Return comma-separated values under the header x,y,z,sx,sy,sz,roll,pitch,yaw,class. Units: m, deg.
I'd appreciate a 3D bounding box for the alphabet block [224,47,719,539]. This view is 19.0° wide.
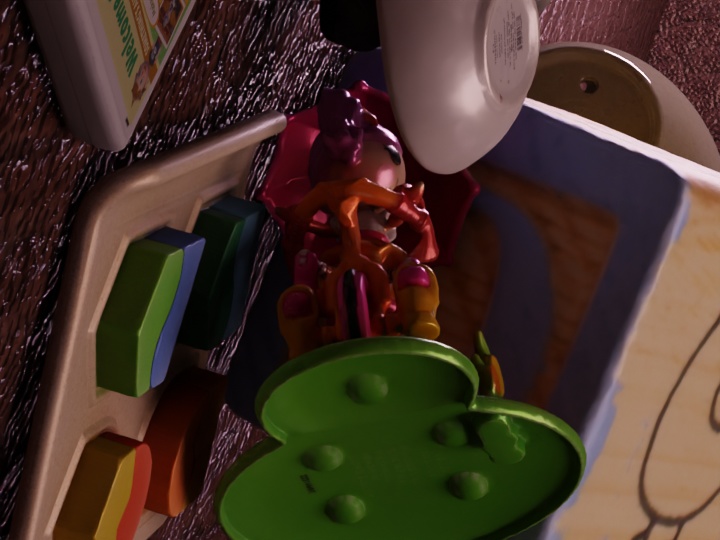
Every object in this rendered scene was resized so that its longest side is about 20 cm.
x,y,z,sx,sy,sz,roll,pitch,yaw,class
0.089,0.023,1.039,0.200,0.196,0.195,10,105,-55,alphabet block

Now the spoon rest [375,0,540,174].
x,y,z,sx,sy,sz,roll,pitch,yaw,class
0.033,-0.136,0.843,0.099,0.061,0.200,-30,123,-56,spoon rest

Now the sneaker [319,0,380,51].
x,y,z,sx,sy,sz,roll,pitch,yaw,class
0.045,-0.159,0.929,0.076,0.091,0.200,103,13,-49,sneaker

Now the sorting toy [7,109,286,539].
x,y,z,sx,sy,sz,roll,pitch,yaw,class
-0.080,0.043,0.808,0.185,0.036,0.200,-38,147,-73,sorting toy

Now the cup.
x,y,z,sx,sy,sz,roll,pitch,yaw,class
0.126,-0.056,1.284,0.143,0.200,0.200,78,34,-69,cup

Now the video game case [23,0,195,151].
x,y,z,sx,sy,sz,roll,pitch,yaw,class
-0.051,-0.152,0.606,0.200,0.022,0.182,88,24,-69,video game case

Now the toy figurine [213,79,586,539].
x,y,z,sx,sy,sz,roll,pitch,yaw,class
0.000,0.000,0.883,0.200,0.150,0.184,68,11,-60,toy figurine

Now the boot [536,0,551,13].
x,y,z,sx,sy,sz,roll,pitch,yaw,class
0.073,-0.152,1.211,0.200,0.073,0.182,-52,163,-82,boot
